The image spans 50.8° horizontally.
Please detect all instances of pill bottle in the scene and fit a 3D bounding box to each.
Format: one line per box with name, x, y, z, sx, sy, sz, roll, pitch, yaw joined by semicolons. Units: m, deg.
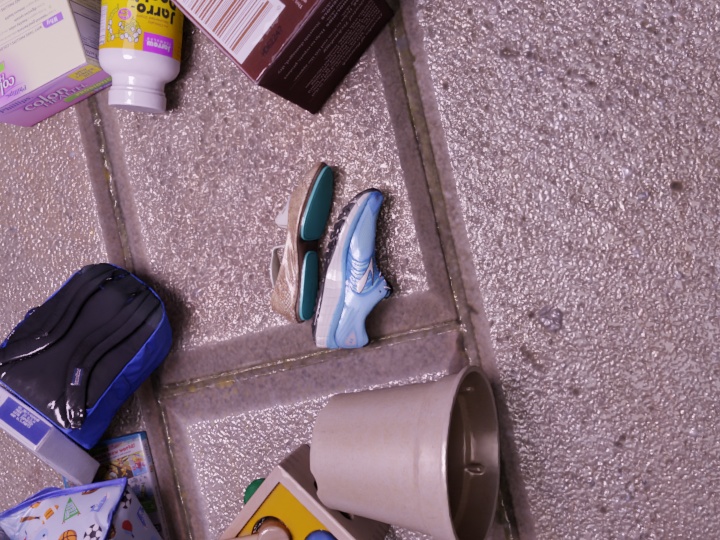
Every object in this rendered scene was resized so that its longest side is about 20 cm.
pill bottle;-0.279;-0.310;0.969;0.102;0.104;0.205;6;95;15

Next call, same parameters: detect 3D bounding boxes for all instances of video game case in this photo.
video game case;-0.341;0.339;1.063;0.140;0.018;0.205;-14;89;16

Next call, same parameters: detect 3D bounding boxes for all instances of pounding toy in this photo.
pounding toy;-0.104;0.336;0.933;0.199;0.142;0.185;41;101;9

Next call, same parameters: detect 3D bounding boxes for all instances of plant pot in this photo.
plant pot;0.049;0.212;0.875;0.180;0.199;0.206;-3;92;27

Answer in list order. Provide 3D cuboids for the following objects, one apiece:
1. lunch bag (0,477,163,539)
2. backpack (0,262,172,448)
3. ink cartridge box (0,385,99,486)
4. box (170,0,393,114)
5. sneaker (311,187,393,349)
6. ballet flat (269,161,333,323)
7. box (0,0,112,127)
lunch bag;-0.361;0.369;0.973;0.196;0.125;0.173;-15;119;12
backpack;-0.346;0.101;0.980;0.161;0.168;0.202;33;68;7
ink cartridge box;-0.440;0.210;1.005;0.197;0.202;0.041;27;63;20
box;-0.087;-0.309;0.867;0.166;0.200;0.165;43;102;9
sneaker;0.000;0.000;0.936;0.088;0.078;0.205;13;93;-10
ballet flat;-0.081;-0.038;0.950;0.064;0.070;0.205;11;93;25
box;-0.438;-0.326;1.016;0.173;0.097;0.204;-21;86;15
